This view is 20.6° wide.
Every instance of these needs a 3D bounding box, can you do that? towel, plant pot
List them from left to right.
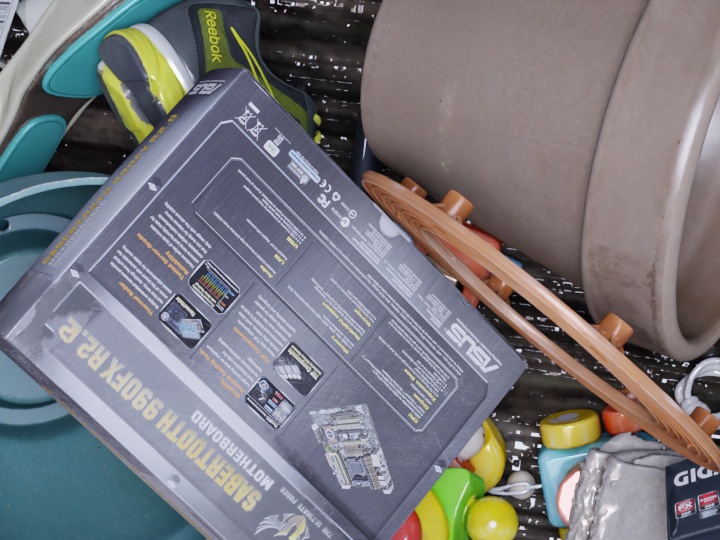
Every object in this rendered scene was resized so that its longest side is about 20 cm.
[{"bbox_3d":[-0.148,0.041,0.958,0.200,0.134,0.201,-5,105,-20],"label":"plant pot"},{"bbox_3d":[0.099,-0.077,0.899,0.174,0.200,0.201,18,105,23],"label":"plant pot"},{"bbox_3d":[0.146,0.178,0.975,0.132,0.034,0.200,8,103,-27],"label":"towel"}]

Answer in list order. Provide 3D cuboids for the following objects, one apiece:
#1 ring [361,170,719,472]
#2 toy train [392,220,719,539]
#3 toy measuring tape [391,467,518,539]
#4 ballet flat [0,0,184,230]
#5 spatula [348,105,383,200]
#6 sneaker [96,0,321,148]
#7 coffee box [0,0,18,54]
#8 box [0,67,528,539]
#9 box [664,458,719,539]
[{"bbox_3d":[0.082,0.018,0.862,0.200,0.200,0.019,39,88,-1],"label":"ring"},{"bbox_3d":[0.084,0.058,0.984,0.200,0.056,0.150,29,105,3],"label":"toy train"},{"bbox_3d":[-0.019,0.137,0.975,0.200,0.074,0.074,-6,101,20],"label":"toy measuring tape"},{"bbox_3d":[-0.161,-0.098,0.989,0.069,0.069,0.200,43,106,-2],"label":"ballet flat"},{"bbox_3d":[0.000,0.000,0.966,0.021,0.056,0.200,6,94,35],"label":"spatula"},{"bbox_3d":[-0.046,-0.047,0.972,0.085,0.074,0.200,-38,115,-22],"label":"sneaker"},{"bbox_3d":[-0.267,-0.211,0.888,0.199,0.200,0.198,26,105,18],"label":"coffee box"},{"bbox_3d":[-0.043,0.035,0.886,0.200,0.048,0.158,45,76,-20],"label":"box"},{"bbox_3d":[0.252,0.141,0.915,0.159,0.046,0.200,-21,130,25],"label":"box"}]
